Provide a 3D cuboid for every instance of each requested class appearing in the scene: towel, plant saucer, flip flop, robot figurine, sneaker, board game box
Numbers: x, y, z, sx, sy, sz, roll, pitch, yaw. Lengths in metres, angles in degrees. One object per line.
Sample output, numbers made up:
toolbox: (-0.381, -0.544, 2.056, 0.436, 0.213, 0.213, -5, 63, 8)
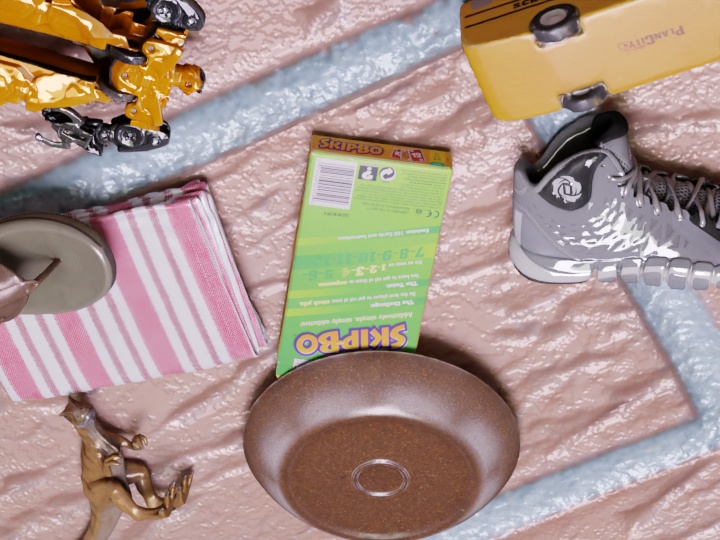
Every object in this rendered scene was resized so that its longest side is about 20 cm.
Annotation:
towel: (-0.178, 0.017, 1.734, 0.199, 0.030, 0.147, -11, 126, 13)
plant saucer: (0.015, 0.137, 1.797, 0.200, 0.037, 0.201, 1, 135, 1)
flip flop: (-0.260, 0.009, 1.679, 0.199, 0.058, 0.081, -2, 128, 7)
robot figurine: (-0.193, -0.149, 1.586, 0.199, 0.058, 0.145, 15, 126, -9)
sneaker: (0.193, -0.051, 1.646, 0.199, 0.075, 0.116, -4, 125, 5)
board game box: (0.000, 0.000, 1.716, 0.095, 0.030, 0.200, 7, 125, -5)

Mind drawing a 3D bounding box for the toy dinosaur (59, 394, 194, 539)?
toy dinosaur: (-0.181, 0.160, 1.835, 0.106, 0.060, 0.200, 15, 132, 12)

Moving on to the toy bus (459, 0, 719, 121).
toy bus: (0.165, -0.156, 1.562, 0.199, 0.078, 0.065, -18, 124, 14)
